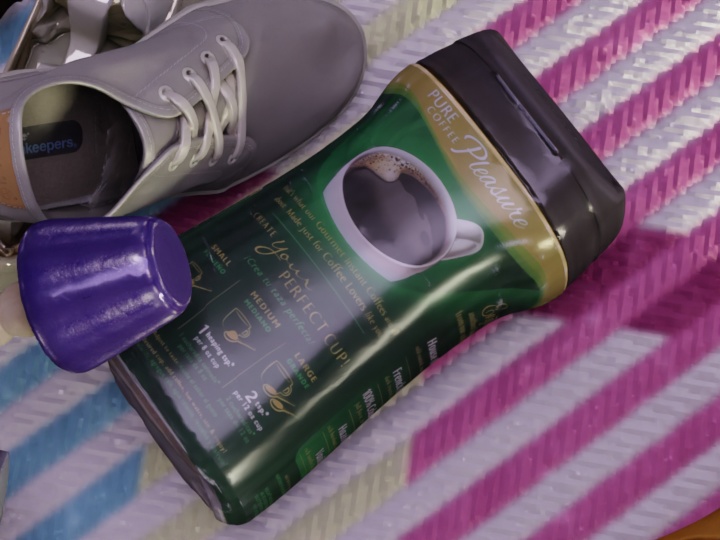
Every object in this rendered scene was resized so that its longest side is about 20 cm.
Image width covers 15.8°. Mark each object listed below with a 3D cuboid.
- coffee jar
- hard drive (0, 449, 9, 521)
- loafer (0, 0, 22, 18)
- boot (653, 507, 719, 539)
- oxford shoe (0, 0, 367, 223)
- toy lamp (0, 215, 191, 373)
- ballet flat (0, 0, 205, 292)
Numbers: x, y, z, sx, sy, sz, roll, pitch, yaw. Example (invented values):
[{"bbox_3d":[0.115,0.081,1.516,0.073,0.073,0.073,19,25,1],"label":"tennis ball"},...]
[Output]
[{"bbox_3d":[0.000,0.000,0.987,0.199,0.085,0.105,-35,75,-8],"label":"coffee jar"},{"bbox_3d":[-0.210,0.135,0.904,0.134,0.043,0.200,-1,33,20],"label":"hard drive"},{"bbox_3d":[-0.165,-0.192,1.040,0.071,0.073,0.201,-16,76,-3],"label":"loafer"},{"bbox_3d":[0.106,0.117,0.966,0.143,0.071,0.202,-2,45,25],"label":"boot"},{"bbox_3d":[-0.070,-0.059,0.979,0.199,0.058,0.076,-18,107,-37],"label":"oxford shoe"},{"bbox_3d":[-0.156,0.025,0.936,0.199,0.058,0.059,-18,75,17],"label":"toy lamp"},{"bbox_3d":[-0.109,-0.081,1.016,0.069,0.070,0.201,23,76,5],"label":"ballet flat"}]
